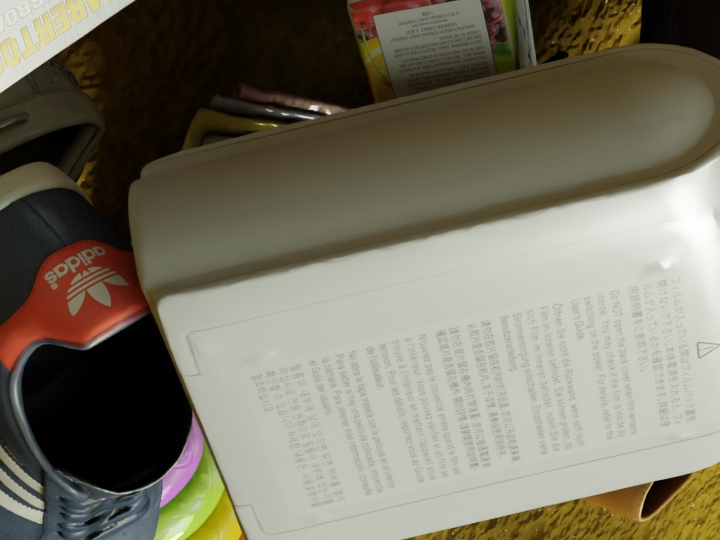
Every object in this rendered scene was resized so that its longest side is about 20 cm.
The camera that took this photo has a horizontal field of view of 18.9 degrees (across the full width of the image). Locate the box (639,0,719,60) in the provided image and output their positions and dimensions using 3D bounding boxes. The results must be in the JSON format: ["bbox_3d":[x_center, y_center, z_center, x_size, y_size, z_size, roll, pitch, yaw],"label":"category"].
[{"bbox_3d":[0.209,-0.106,0.860,0.200,0.165,0.165,102,-4,-62],"label":"box"}]

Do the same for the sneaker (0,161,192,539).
[{"bbox_3d":[-0.090,0.060,0.722,0.075,0.084,0.200,-34,144,-21],"label":"sneaker"}]

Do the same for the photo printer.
[{"bbox_3d":[0.042,0.012,0.690,0.199,0.070,0.167,-14,139,3],"label":"photo printer"}]

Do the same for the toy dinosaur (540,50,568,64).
[{"bbox_3d":[0.047,-0.028,0.949,0.200,0.102,0.136,-43,162,-48],"label":"toy dinosaur"}]

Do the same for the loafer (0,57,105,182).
[{"bbox_3d":[-0.165,0.006,0.723,0.200,0.070,0.070,-52,144,-4],"label":"loafer"}]

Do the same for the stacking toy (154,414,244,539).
[{"bbox_3d":[-0.090,0.086,0.859,0.116,0.110,0.200,-37,133,-21],"label":"stacking toy"}]

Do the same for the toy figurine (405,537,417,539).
[{"bbox_3d":[-0.028,0.228,0.982,0.184,0.200,0.151,-20,113,-23],"label":"toy figurine"}]

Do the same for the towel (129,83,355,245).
[{"bbox_3d":[0.000,0.000,0.855,0.199,0.023,0.144,12,132,-27],"label":"towel"}]

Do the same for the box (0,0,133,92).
[{"bbox_3d":[-0.151,-0.094,0.585,0.200,0.158,0.048,-39,142,-22],"label":"box"}]

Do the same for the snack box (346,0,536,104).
[{"bbox_3d":[0.029,-0.112,0.757,0.053,0.200,0.142,-9,139,7],"label":"snack box"}]

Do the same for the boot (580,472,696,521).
[{"bbox_3d":[0.072,0.079,0.991,0.201,0.144,0.071,-47,143,-11],"label":"boot"}]
